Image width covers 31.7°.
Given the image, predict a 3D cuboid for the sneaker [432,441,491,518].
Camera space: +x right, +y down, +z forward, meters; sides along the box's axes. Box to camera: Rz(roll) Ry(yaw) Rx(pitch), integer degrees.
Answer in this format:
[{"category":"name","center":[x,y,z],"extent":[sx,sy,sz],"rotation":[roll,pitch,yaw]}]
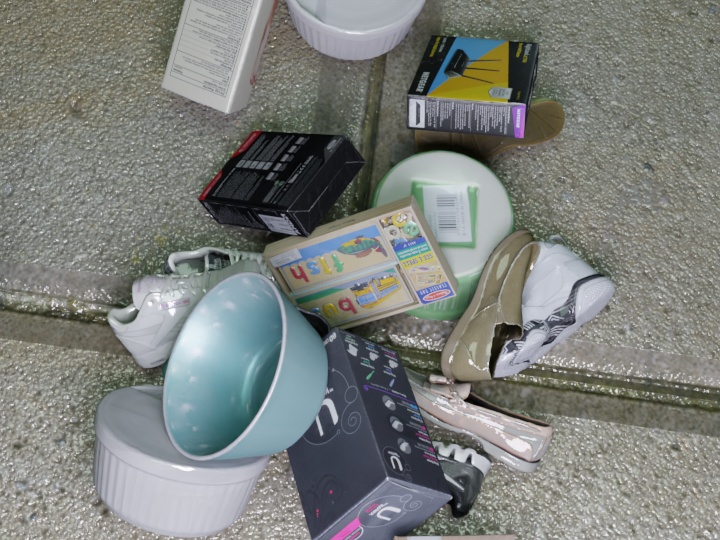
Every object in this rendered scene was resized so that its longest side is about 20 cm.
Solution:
[{"category":"sneaker","center":[0.049,0.231,1.466],"extent":[0.197,0.067,0.091],"rotation":[16,62,1]}]

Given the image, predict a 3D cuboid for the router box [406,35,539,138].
[{"category":"router box","center":[0.146,-0.237,1.618],"extent":[0.147,0.052,0.201],"rotation":[6,33,9]}]

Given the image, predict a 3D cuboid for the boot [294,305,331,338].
[{"category":"boot","center":[-0.045,0.094,1.479],"extent":[0.197,0.132,0.071],"rotation":[11,66,-5]}]

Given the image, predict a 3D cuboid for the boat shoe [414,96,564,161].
[{"category":"boat shoe","center":[0.165,-0.191,1.663],"extent":[0.198,0.074,0.063],"rotation":[-14,23,-6]}]

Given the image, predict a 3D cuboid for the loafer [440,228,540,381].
[{"category":"loafer","center":[0.165,0.046,1.484],"extent":[0.067,0.076,0.202],"rotation":[23,78,26]}]

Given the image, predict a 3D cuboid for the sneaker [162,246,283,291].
[{"category":"sneaker","center":[-0.140,0.008,1.543],"extent":[0.197,0.081,0.077],"rotation":[-1,65,-6]}]

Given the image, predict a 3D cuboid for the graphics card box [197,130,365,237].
[{"category":"graphics card box","center":[-0.099,-0.109,1.548],"extent":[0.126,0.199,0.051],"rotation":[-53,124,-22]}]

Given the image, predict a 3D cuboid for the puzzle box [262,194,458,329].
[{"category":"puzzle box","center":[0.000,0.000,1.489],"extent":[0.198,0.134,0.026],"rotation":[-18,30,22]}]

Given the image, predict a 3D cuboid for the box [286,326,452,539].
[{"category":"box","center":[-0.004,0.183,1.360],"extent":[0.122,0.105,0.201],"rotation":[-43,46,25]}]

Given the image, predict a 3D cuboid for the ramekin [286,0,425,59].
[{"category":"ramekin","center":[-0.010,-0.376,1.700],"extent":[0.199,0.094,0.205],"rotation":[2,67,-4]}]

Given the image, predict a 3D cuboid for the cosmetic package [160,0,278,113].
[{"category":"cosmetic package","center":[-0.171,-0.315,1.617],"extent":[0.102,0.087,0.202],"rotation":[22,106,7]}]

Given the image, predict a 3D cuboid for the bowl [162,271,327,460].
[{"category":"bowl","center":[-0.108,0.113,1.342],"extent":[0.104,0.199,0.203],"rotation":[25,60,-38]}]

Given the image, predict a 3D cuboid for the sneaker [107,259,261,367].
[{"category":"sneaker","center":[-0.206,0.038,1.474],"extent":[0.199,0.100,0.075],"rotation":[-31,30,16]}]

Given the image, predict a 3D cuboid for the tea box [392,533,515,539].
[{"category":"tea box","center":[0.094,0.394,1.329],"extent":[0.132,0.197,0.203],"rotation":[0,66,-4]}]

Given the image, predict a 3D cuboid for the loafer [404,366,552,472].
[{"category":"loafer","center":[0.132,0.160,1.492],"extent":[0.198,0.072,0.063],"rotation":[30,109,6]}]

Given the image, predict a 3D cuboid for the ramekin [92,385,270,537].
[{"category":"ramekin","center":[-0.202,0.212,1.397],"extent":[0.200,0.202,0.095],"rotation":[18,106,4]}]

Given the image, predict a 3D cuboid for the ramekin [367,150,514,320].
[{"category":"ramekin","center":[0.097,-0.050,1.572],"extent":[0.197,0.098,0.203],"rotation":[1,66,-3]}]

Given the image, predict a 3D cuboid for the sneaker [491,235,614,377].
[{"category":"sneaker","center":[0.205,0.041,1.558],"extent":[0.199,0.075,0.115],"rotation":[-34,66,-13]}]

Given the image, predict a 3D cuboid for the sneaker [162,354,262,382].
[{"category":"sneaker","center":[-0.131,0.123,1.469],"extent":[0.197,0.080,0.072],"rotation":[12,109,-17]}]
